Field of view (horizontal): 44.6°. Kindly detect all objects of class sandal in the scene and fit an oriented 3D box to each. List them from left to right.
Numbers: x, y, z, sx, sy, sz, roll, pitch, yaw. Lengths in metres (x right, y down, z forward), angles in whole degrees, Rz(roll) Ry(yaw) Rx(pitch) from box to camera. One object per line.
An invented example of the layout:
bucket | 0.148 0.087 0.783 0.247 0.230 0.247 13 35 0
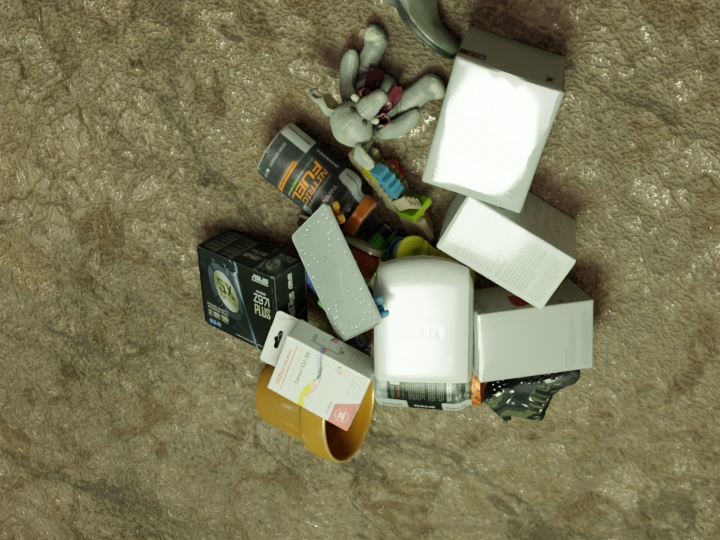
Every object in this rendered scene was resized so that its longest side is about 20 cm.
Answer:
sandal | 0.119 -0.008 1.516 0.198 0.081 0.086 32 169 -34

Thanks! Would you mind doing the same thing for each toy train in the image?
toy train | 0.000 0.000 1.540 0.056 0.042 0.201 41 89 -2

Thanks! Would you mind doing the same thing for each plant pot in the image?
plant pot | -0.094 0.243 1.671 0.180 0.200 0.204 8 122 28

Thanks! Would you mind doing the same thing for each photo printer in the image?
photo printer | 0.102 0.078 1.418 0.162 0.070 0.205 1 105 6

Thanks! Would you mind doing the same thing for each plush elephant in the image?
plush elephant | 0.009 -0.256 1.375 0.165 0.156 0.199 43 120 -11

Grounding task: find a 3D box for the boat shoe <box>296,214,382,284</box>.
boat shoe | -0.045 -0.040 1.514 0.198 0.070 0.064 29 103 37

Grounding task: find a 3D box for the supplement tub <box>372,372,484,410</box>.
supplement tub | 0.127 0.191 1.609 0.195 0.123 0.125 3 119 15

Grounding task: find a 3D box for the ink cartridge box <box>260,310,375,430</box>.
ink cartridge box | -0.081 0.168 1.493 0.197 0.068 0.118 27 117 6

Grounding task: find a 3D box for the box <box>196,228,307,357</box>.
box | -0.195 0.039 1.592 0.197 0.086 0.167 21 126 33

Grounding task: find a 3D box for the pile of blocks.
pile of blocks | 0.067 -0.142 1.473 0.200 0.062 0.082 48 161 -15

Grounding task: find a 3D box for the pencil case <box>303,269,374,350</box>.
pencil case | -0.032 0.050 1.602 0.086 0.078 0.200 -35 104 29

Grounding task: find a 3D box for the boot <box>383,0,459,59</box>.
boot | 0.107 -0.426 1.313 0.200 0.068 0.130 43 114 -12

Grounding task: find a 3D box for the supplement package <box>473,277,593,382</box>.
supplement package | 0.276 0.097 1.472 0.195 0.121 0.123 -7 108 -7

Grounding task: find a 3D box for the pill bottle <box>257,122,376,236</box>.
pill bottle | -0.068 -0.146 1.472 0.199 0.106 0.107 38 122 2

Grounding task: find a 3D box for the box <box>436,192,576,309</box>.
box | 0.239 -0.060 1.423 0.197 0.153 0.107 30 120 -2

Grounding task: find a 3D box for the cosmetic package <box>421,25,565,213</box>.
cosmetic package | 0.202 -0.231 1.332 0.161 0.166 0.203 19 122 3

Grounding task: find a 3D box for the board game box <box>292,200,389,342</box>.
board game box | -0.035 0.006 1.428 0.203 0.025 0.200 65 157 3

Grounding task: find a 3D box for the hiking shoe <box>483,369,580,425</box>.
hiking shoe | 0.324 0.221 1.611 0.198 0.076 0.101 -24 119 35
